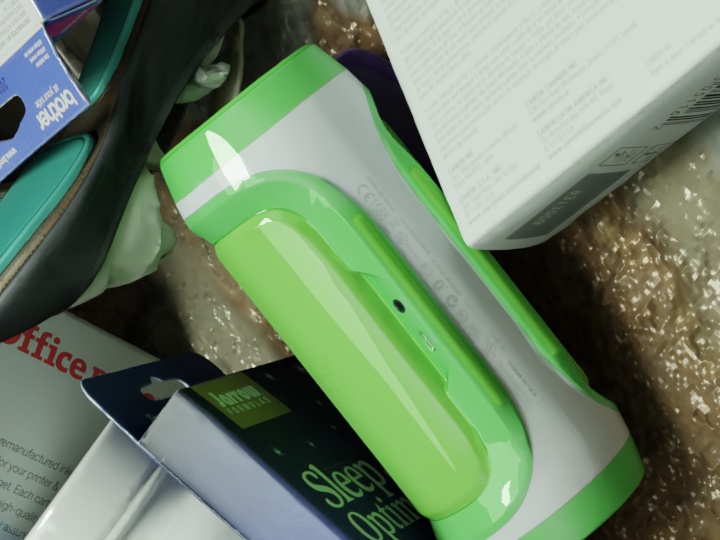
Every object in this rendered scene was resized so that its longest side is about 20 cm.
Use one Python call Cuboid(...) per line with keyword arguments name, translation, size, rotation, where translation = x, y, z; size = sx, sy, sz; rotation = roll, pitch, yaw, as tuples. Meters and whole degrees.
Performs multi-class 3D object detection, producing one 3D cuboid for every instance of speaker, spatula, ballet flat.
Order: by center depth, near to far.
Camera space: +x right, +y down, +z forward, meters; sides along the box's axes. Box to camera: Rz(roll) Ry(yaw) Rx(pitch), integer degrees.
Cuboid(name="speaker", translation=(0.016, 0.017, 0.918), size=(0.200, 0.088, 0.088), rotation=(52, 137, -3))
Cuboid(name="ballet flat", translation=(-0.091, -0.042, 0.956), size=(0.073, 0.200, 0.073), rotation=(22, 161, 8))
Cuboid(name="spatula", translation=(0.000, 0.000, 0.990), size=(0.056, 0.021, 0.200), rotation=(30, 128, 25))

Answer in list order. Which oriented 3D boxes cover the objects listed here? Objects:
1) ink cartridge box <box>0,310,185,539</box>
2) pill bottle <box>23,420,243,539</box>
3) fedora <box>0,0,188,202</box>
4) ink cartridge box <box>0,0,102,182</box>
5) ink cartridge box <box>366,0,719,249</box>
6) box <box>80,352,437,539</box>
Cuboid(name="ink cartridge box", translation=(-0.192, 0.102, 1.072), size=(0.144, 0.145, 0.200), rotation=(12, 76, 40))
Cuboid(name="pill bottle", translation=(-0.038, 0.145, 0.988), size=(0.200, 0.111, 0.111), rotation=(36, 134, -2))
Cuboid(name="fedora", translation=(-0.169, -0.089, 1.033), size=(0.090, 0.199, 0.177), rotation=(128, 155, -77))
Cuboid(name="ink cartridge box", translation=(-0.162, -0.133, 0.929), size=(0.119, 0.042, 0.200), rotation=(-31, 88, 55))
Cuboid(name="ink cartridge box", translation=(0.061, -0.131, 0.867), size=(0.160, 0.047, 0.200), rotation=(-40, 64, 47))
Cuboid(name="box", translation=(-0.006, 0.091, 0.950), size=(0.200, 0.121, 0.032), rotation=(39, 106, 12))
